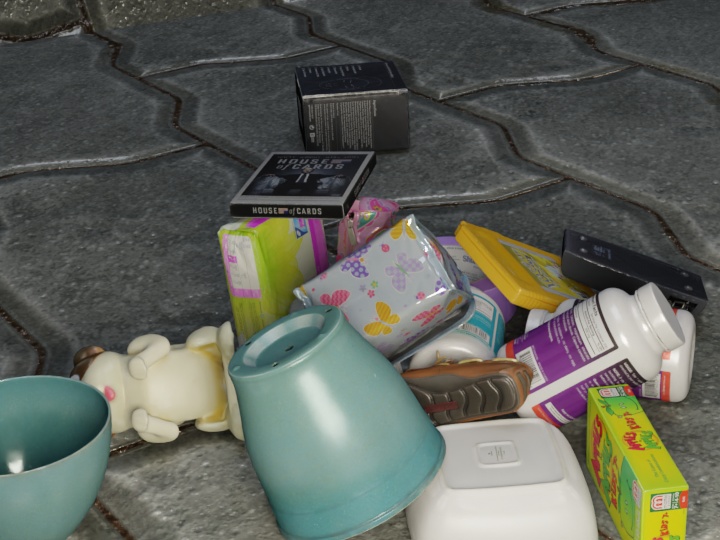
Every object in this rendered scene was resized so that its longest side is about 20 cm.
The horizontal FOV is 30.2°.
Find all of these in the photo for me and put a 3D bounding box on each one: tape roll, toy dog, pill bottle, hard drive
[{"bbox_3d":[0.120,0.021,1.870,0.199,0.066,0.200,-3,25,1],"label":"tape roll"},{"bbox_3d":[-0.248,0.131,1.590,0.199,0.140,0.194,-7,12,-10],"label":"toy dog"},{"bbox_3d":[0.305,0.095,1.635,0.199,0.113,0.113,6,26,17],"label":"pill bottle"},{"bbox_3d":[0.123,0.092,1.662,0.110,0.111,0.200,2,25,10],"label":"pill bottle"},{"bbox_3d":[0.262,0.095,1.522,0.199,0.113,0.113,-30,18,19],"label":"pill bottle"},{"bbox_3d":[0.366,0.006,1.812,0.199,0.043,0.135,20,18,3],"label":"hard drive"}]

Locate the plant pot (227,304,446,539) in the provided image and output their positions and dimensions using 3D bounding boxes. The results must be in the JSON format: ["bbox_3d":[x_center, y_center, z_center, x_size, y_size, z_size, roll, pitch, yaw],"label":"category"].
[{"bbox_3d":[-0.040,0.148,1.391,0.199,0.189,0.200,-25,19,9],"label":"plant pot"}]

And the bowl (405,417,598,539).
[{"bbox_3d":[0.146,0.225,1.420,0.198,0.075,0.200,-4,26,-1],"label":"bowl"}]

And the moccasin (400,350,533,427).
[{"bbox_3d":[0.096,0.132,1.500,0.201,0.074,0.078,-17,10,28],"label":"moccasin"}]

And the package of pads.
[{"bbox_3d":[-0.106,0.011,1.751,0.068,0.201,0.154,6,26,34],"label":"package of pads"}]

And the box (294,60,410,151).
[{"bbox_3d":[-0.018,-0.307,2.519,0.195,0.125,0.200,-6,25,-4],"label":"box"}]

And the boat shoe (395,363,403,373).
[{"bbox_3d":[0.016,0.141,1.629,0.066,0.070,0.200,-6,33,-10],"label":"boat shoe"}]

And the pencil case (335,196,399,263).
[{"bbox_3d":[0.000,0.000,1.764,0.087,0.201,0.087,6,14,-1],"label":"pencil case"}]

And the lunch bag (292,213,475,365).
[{"bbox_3d":[0.040,0.037,1.556,0.169,0.128,0.200,-32,-13,6],"label":"lunch bag"}]

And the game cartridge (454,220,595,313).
[{"bbox_3d":[0.233,0.009,1.774,0.199,0.033,0.176,20,21,-38],"label":"game cartridge"}]

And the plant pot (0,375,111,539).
[{"bbox_3d":[-0.356,0.218,1.409,0.199,0.135,0.200,-2,25,1],"label":"plant pot"}]

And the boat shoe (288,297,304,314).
[{"bbox_3d":[-0.047,0.115,1.672,0.072,0.071,0.201,-22,43,22],"label":"boat shoe"}]

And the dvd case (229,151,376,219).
[{"bbox_3d":[-0.071,-0.114,1.744,0.149,0.025,0.200,1,25,13],"label":"dvd case"}]

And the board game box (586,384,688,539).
[{"bbox_3d":[0.285,0.214,1.395,0.047,0.102,0.200,-6,25,-5],"label":"board game box"}]
